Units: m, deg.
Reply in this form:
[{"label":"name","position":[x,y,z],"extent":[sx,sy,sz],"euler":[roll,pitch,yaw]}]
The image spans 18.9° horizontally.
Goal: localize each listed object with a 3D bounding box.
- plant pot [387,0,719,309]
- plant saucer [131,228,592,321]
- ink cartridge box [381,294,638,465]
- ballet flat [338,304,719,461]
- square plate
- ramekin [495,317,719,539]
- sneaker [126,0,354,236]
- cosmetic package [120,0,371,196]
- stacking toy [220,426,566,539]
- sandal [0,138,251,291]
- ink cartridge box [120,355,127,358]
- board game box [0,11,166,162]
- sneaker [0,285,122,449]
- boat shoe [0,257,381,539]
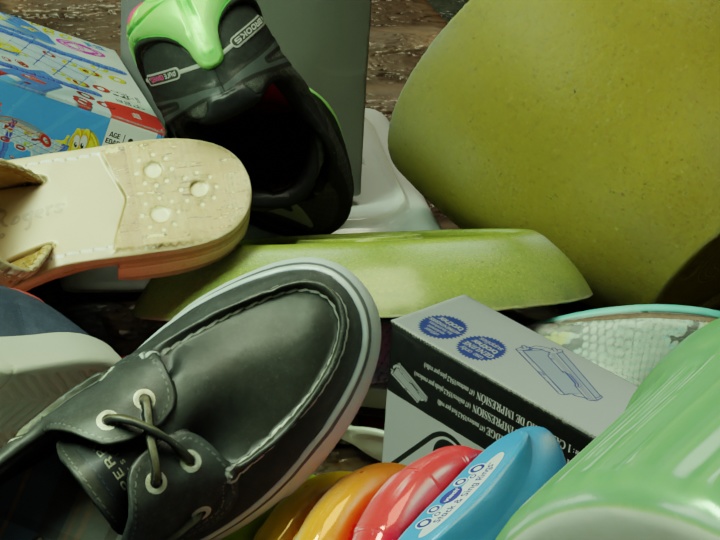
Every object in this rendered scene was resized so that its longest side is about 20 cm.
[{"label":"plant pot","position":[0.133,-0.059,1.010],"extent":[0.199,0.200,0.142],"euler":[-19,62,-38]},{"label":"plant saucer","position":[0.000,0.000,0.934],"extent":[0.198,0.031,0.200],"euler":[-3,3,0]},{"label":"ink cartridge box","position":[0.088,0.091,0.773],"extent":[0.044,0.095,0.199],"euler":[-19,33,-38]},{"label":"ballet flat","position":[0.059,0.055,0.887],"extent":[0.198,0.069,0.072],"euler":[0,53,12]},{"label":"square plate","position":[-0.060,-0.045,1.112],"extent":[0.196,0.029,0.200],"euler":[-2,27,-10]},{"label":"ramekin","position":[0.125,0.119,0.612],"extent":[0.199,0.201,0.097],"euler":[25,40,37]},{"label":"sneaker","position":[-0.047,-0.052,0.949],"extent":[0.076,0.200,0.084],"euler":[-27,64,6]},{"label":"cosmetic package","position":[-0.055,-0.133,1.035],"extent":[0.106,0.201,0.090],"euler":[-6,29,-24]},{"label":"stacking toy","position":[-0.024,0.108,0.743],"extent":[0.199,0.110,0.116],"euler":[5,31,38]},{"label":"sandal","position":[-0.143,-0.024,0.831],"extent":[0.210,0.070,0.078],"euler":[-13,63,-13]},{"label":"ink cartridge box","position":[-0.158,0.065,0.809],"extent":[0.172,0.044,0.200],"euler":[-8,23,15]},{"label":"board game box","position":[-0.197,-0.086,0.959],"extent":[0.195,0.056,0.200],"euler":[18,11,-18]},{"label":"sneaker","position":[-0.175,0.034,0.728],"extent":[0.199,0.075,0.084],"euler":[9,20,-47]},{"label":"boat shoe","position":[-0.076,0.067,0.683],"extent":[0.200,0.069,0.057],"euler":[-38,-9,-1]}]
